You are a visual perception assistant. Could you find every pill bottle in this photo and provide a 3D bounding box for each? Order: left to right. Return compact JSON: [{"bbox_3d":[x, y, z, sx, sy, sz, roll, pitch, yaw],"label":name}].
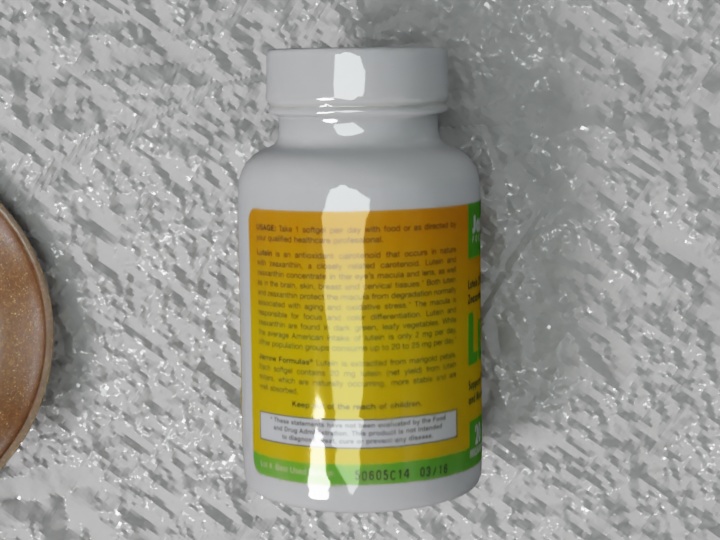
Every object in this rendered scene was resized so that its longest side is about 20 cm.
[{"bbox_3d":[0.000,0.000,0.747,0.111,0.111,0.201,1,97,13],"label":"pill bottle"}]

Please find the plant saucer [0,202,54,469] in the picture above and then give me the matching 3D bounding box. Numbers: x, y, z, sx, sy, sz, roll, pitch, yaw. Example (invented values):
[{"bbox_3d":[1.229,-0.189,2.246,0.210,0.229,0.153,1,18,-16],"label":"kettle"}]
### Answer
[{"bbox_3d":[-0.254,0.034,0.811,0.200,0.037,0.201,4,75,-14],"label":"plant saucer"}]
